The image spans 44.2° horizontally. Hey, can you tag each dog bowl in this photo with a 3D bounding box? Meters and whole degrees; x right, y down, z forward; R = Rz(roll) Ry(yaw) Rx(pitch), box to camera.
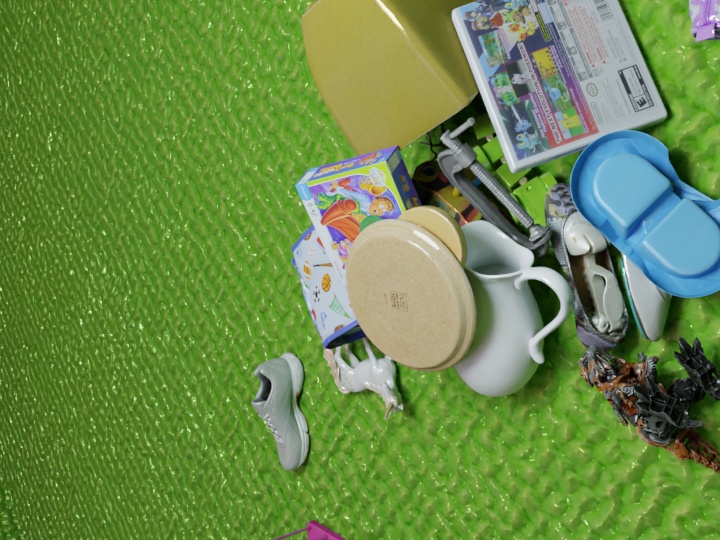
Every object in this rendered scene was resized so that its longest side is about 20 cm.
[{"bbox_3d":[0.309,-0.055,0.930,0.111,0.050,0.200,-44,71,2],"label":"dog bowl"}]

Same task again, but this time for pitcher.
[{"bbox_3d":[0.180,0.062,1.068,0.171,0.120,0.202,30,139,41],"label":"pitcher"}]

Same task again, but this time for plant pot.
[{"bbox_3d":[0.044,-0.284,1.085,0.200,0.196,0.193,47,140,-14],"label":"plant pot"}]

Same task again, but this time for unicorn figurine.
[{"bbox_3d":[0.015,0.150,1.350,0.200,0.073,0.140,-22,79,65],"label":"unicorn figurine"}]

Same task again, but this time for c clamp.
[{"bbox_3d":[0.153,-0.084,1.021,0.200,0.027,0.171,46,170,-12],"label":"c clamp"}]

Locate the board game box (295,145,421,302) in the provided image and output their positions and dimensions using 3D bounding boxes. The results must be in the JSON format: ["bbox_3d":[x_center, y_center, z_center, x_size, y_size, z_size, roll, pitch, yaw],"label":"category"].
[{"bbox_3d":[0.020,-0.044,1.116,0.133,0.045,0.202,-11,116,31],"label":"board game box"}]

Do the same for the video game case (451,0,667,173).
[{"bbox_3d":[0.218,-0.228,0.985,0.023,0.180,0.203,77,174,-77],"label":"video game case"}]

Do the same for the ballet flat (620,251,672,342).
[{"bbox_3d":[0.312,-0.025,0.975,0.069,0.069,0.203,-28,74,48],"label":"ballet flat"}]

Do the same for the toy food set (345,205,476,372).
[{"bbox_3d":[0.058,0.026,1.059,0.196,0.048,0.203,-10,105,45],"label":"toy food set"}]

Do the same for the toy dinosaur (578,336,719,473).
[{"bbox_3d":[0.330,0.146,0.963,0.198,0.103,0.136,23,150,10],"label":"toy dinosaur"}]

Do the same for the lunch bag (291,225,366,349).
[{"bbox_3d":[0.000,0.000,1.281,0.199,0.123,0.172,-30,71,27],"label":"lunch bag"}]

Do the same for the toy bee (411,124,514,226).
[{"bbox_3d":[0.104,-0.098,1.165,0.200,0.108,0.132,42,144,42],"label":"toy bee"}]

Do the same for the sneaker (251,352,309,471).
[{"bbox_3d":[-0.147,0.248,1.527,0.075,0.091,0.204,-3,93,50],"label":"sneaker"}]

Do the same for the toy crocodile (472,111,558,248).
[{"bbox_3d":[0.195,-0.115,1.098,0.067,0.062,0.202,-34,71,8],"label":"toy crocodile"}]

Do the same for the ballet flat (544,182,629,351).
[{"bbox_3d":[0.266,-0.007,1.016,0.072,0.071,0.204,-17,87,49],"label":"ballet flat"}]

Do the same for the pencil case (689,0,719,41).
[{"bbox_3d":[0.352,-0.326,0.860,0.083,0.085,0.204,-7,91,51],"label":"pencil case"}]

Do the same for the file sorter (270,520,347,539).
[{"bbox_3d":[-0.065,0.525,1.446,0.198,0.124,0.142,13,106,48],"label":"file sorter"}]
